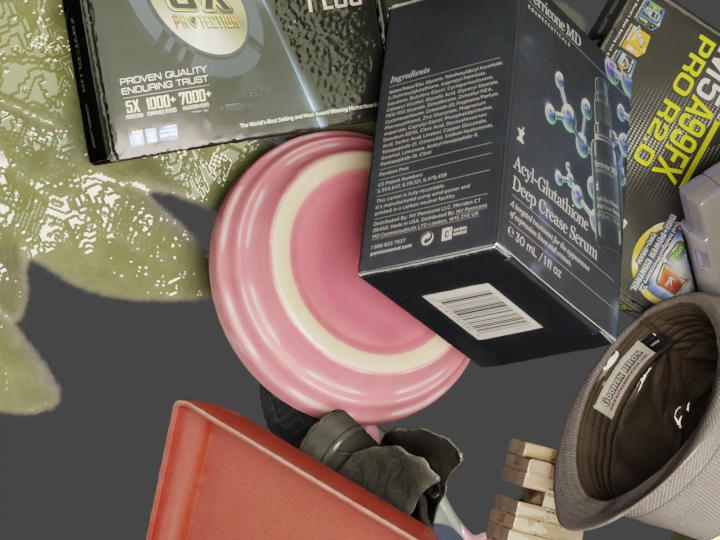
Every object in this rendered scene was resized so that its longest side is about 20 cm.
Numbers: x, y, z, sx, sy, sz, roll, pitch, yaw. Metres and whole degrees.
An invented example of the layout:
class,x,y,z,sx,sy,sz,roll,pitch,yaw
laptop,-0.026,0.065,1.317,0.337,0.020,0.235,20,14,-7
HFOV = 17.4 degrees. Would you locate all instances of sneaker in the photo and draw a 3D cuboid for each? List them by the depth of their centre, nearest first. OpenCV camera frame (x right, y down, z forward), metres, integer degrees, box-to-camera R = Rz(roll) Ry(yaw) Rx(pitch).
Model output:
class,x,y,z,sx,sy,sz,roll,pitch,yaw
sneaker,0.000,0.168,1.520,0.060,0.104,0.200,-27,144,-43
sneaker,0.009,0.134,1.597,0.082,0.070,0.200,-37,97,-39

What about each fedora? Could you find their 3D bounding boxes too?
class,x,y,z,sx,sy,sz,roll,pitch,yaw
fedora,0.214,0.110,1.553,0.090,0.200,0.177,37,119,-20

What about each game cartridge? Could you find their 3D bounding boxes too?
class,x,y,z,sx,sy,sz,roll,pitch,yaw
game cartridge,0.287,-0.010,1.623,0.129,0.038,0.200,-29,131,-11

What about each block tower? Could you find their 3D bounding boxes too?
class,x,y,z,sx,sy,sz,roll,pitch,yaw
block tower,0.108,0.220,1.620,0.058,0.054,0.201,15,87,-14

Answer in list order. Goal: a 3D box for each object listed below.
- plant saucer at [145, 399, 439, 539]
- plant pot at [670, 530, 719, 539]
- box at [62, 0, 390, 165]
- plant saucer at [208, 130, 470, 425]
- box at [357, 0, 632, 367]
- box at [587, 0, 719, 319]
class,x,y,z,sx,sy,sz,roll,pitch,yaw
plant saucer,-0.042,0.187,1.500,0.200,0.200,0.037,29,44,15
plant pot,0.302,0.220,1.615,0.184,0.200,0.201,31,83,-2
box,-0.088,-0.164,1.543,0.199,0.086,0.164,-9,93,-14
plant saucer,0.000,0.000,1.557,0.200,0.051,0.201,8,71,-24
box,0.090,-0.062,1.510,0.148,0.107,0.200,36,51,-45
box,0.203,-0.077,1.643,0.160,0.044,0.200,32,84,-13
